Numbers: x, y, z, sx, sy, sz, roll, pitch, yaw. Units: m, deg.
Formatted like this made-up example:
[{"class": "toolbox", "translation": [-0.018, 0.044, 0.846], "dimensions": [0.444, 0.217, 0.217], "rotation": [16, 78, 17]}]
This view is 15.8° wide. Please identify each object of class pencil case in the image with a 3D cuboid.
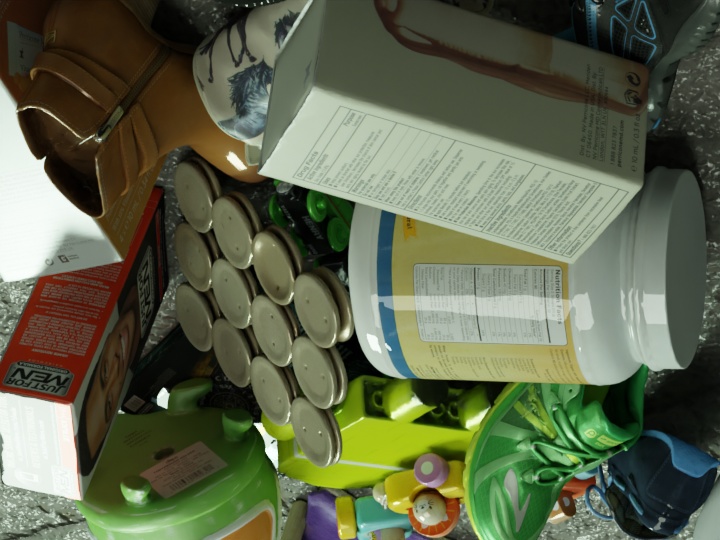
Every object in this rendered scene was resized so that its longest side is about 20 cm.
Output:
[{"class": "pencil case", "translation": [-0.009, -0.141, 1.550], "dimensions": [0.200, 0.078, 0.090], "rotation": [-28, 84, 39]}]

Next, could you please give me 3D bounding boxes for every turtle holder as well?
[{"class": "turtle holder", "translation": [-0.137, 0.167, 1.822], "dimensions": [0.185, 0.141, 0.132], "rotation": [1, 121, 36]}]

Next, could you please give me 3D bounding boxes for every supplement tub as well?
[{"class": "supplement tub", "translation": [0.105, -0.003, 1.609], "dimensions": [0.199, 0.145, 0.145], "rotation": [1, 135, 19]}]

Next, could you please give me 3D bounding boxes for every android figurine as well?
[{"class": "android figurine", "translation": [0.020, 0.109, 1.783], "dimensions": [0.181, 0.041, 0.200], "rotation": [9, 157, -29]}]

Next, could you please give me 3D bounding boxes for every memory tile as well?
[{"class": "memory tile", "translation": [-0.066, 0.025, 1.694], "dimensions": [0.200, 0.017, 0.154], "rotation": [42, 142, 42]}]

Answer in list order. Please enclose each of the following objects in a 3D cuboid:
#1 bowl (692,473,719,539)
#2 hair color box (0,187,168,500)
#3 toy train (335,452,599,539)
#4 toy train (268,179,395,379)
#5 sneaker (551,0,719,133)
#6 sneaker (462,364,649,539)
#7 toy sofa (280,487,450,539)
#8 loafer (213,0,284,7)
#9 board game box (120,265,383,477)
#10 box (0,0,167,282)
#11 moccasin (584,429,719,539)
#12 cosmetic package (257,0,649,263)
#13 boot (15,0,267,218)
[{"class": "bowl", "translation": [0.316, 0.138, 1.692], "dimensions": [0.199, 0.075, 0.200], "rotation": [-4, 141, -19]}, {"class": "hair color box", "translation": [-0.184, 0.042, 1.721], "dimensions": [0.061, 0.200, 0.102], "rotation": [11, 138, 9]}, {"class": "toy train", "translation": [0.072, 0.174, 1.831], "dimensions": [0.150, 0.056, 0.200], "rotation": [9, 155, -38]}, {"class": "toy train", "translation": [0.000, 0.000, 1.716], "dimensions": [0.042, 0.057, 0.200], "rotation": [-9, 133, 30]}, {"class": "sneaker", "translation": [0.162, -0.156, 1.478], "dimensions": [0.082, 0.073, 0.200], "rotation": [21, 138, -3]}, {"class": "sneaker", "translation": [0.132, 0.101, 1.684], "dimensions": [0.074, 0.084, 0.201], "rotation": [20, 101, -34]}, {"class": "toy sofa", "translation": [0.027, 0.248, 1.949], "dimensions": [0.199, 0.083, 0.098], "rotation": [23, 139, -4]}, {"class": "loafer", "translation": [-0.033, -0.199, 1.475], "dimensions": [0.073, 0.072, 0.200], "rotation": [12, 170, -42]}, {"class": "board game box", "translation": [-0.073, 0.076, 1.845], "dimensions": [0.135, 0.028, 0.200], "rotation": [33, 136, -16]}, {"class": "box", "translation": [-0.216, -0.110, 1.630], "dimensions": [0.097, 0.125, 0.200], "rotation": [-9, 132, 28]}, {"class": "moccasin", "translation": [0.187, 0.145, 1.727], "dimensions": [0.080, 0.068, 0.200], "rotation": [25, 174, 6]}, {"class": "cosmetic package", "translation": [0.053, -0.086, 1.469], "dimensions": [0.199, 0.088, 0.103], "rotation": [16, 148, -16]}, {"class": "boot", "translation": [-0.133, -0.086, 1.600], "dimensions": [0.074, 0.155, 0.200], "rotation": [-22, 124, 36]}]
